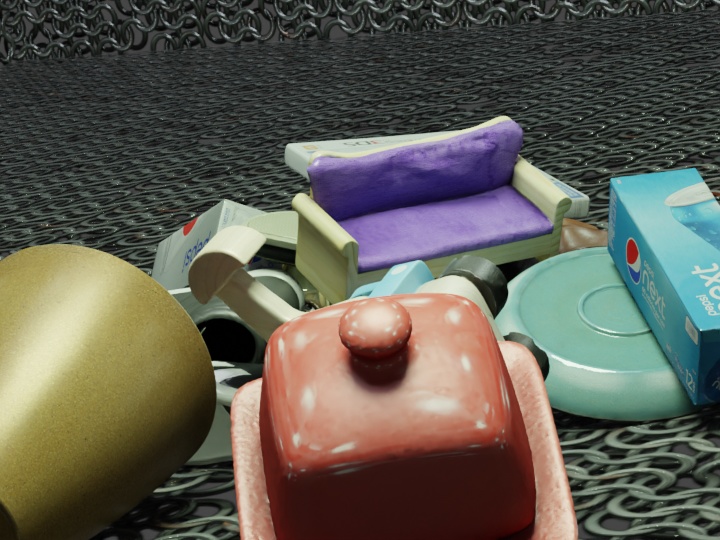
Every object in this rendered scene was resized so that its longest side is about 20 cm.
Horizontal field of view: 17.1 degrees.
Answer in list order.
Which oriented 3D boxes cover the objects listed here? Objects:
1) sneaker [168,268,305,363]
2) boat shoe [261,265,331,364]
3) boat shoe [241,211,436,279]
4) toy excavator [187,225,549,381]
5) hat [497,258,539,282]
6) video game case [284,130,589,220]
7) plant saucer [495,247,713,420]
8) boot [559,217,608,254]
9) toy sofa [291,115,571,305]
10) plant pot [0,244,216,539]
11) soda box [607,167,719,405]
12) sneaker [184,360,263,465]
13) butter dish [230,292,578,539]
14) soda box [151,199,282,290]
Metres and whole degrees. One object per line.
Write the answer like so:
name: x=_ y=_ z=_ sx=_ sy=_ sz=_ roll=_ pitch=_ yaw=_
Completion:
sneaker: x=-0.146 y=0.059 z=1.872 sx=0.200 sy=0.071 sz=0.099 roll=-20 pitch=13 yaw=21
boat shoe: x=-0.058 y=0.034 z=1.979 sx=0.073 sy=0.063 sz=0.201 roll=-5 pitch=15 yaw=11
boat shoe: x=0.000 y=0.000 z=1.880 sx=0.200 sy=0.068 sz=0.072 roll=12 pitch=25 yaw=6
toy excavator: x=-0.002 y=0.047 z=1.628 sx=0.200 sy=0.195 sz=0.100 roll=-15 pitch=23 yaw=34
hat: x=0.070 y=-0.031 z=2.026 sx=0.200 sy=0.081 sz=0.201 roll=-5 pitch=33 yaw=3
video game case: x=0.061 y=-0.075 z=1.974 sx=0.182 sy=0.022 sz=0.200 roll=-6 pitch=22 yaw=-27
plant saucer: x=0.187 y=0.037 z=1.715 sx=0.200 sy=0.027 sz=0.200 roll=0 pitch=33 yaw=0
boot: x=0.236 y=0.024 z=1.847 sx=0.186 sy=0.064 sz=0.200 roll=5 pitch=20 yaw=-12
toy sofa: x=0.054 y=-0.043 z=1.801 sx=0.200 sy=0.098 sz=0.083 roll=-12 pitch=34 yaw=-27
plant pot: x=-0.214 y=0.111 z=1.541 sx=0.186 sy=0.187 sz=0.200 roll=-3 pitch=27 yaw=23
soda box: x=0.233 y=0.007 z=1.664 sx=0.068 sy=0.064 sz=0.200 roll=-8 pitch=35 yaw=-10
sneaker: x=-0.078 y=0.096 z=1.724 sx=0.200 sy=0.073 sz=0.112 roll=9 pitch=16 yaw=31
butter dish: x=0.016 y=0.080 z=1.424 sx=0.200 sy=0.148 sz=0.200 roll=-9 pitch=40 yaw=0
soda box: x=-0.122 y=-0.002 z=2.002 sx=0.063 sy=0.068 sz=0.200 roll=17 pitch=-15 yaw=-17
